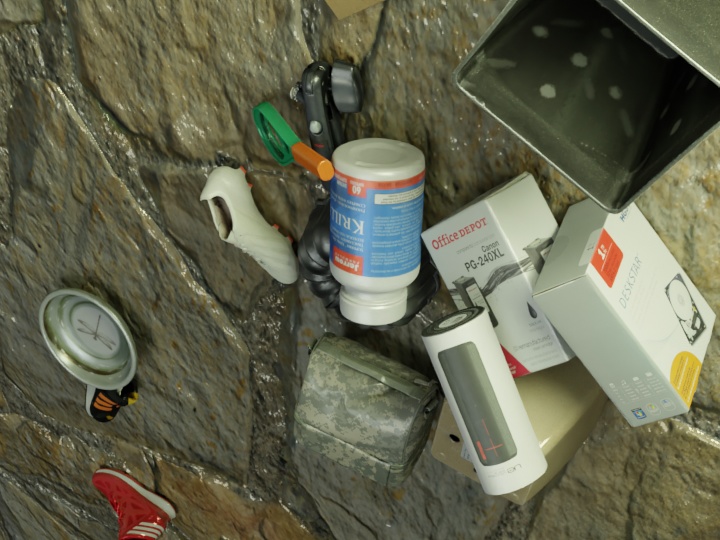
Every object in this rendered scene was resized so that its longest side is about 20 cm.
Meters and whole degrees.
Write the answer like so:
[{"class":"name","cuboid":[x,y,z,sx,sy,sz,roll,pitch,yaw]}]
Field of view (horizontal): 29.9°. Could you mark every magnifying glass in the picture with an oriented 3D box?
[{"class":"magnifying glass","cuboid":[-0.081,-0.148,1.603,0.200,0.022,0.080,42,157,57]}]

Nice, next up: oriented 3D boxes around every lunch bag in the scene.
[{"class":"lunch bag","cuboid":[0.012,0.185,1.889,0.198,0.140,0.169,25,145,15]}]

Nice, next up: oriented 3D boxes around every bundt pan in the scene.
[{"class":"bundt pan","cuboid":[0.000,0.000,1.739,0.200,0.076,0.203,25,145,19]}]

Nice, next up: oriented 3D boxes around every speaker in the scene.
[{"class":"speaker","cuboid":[0.141,0.148,1.520,0.081,0.081,0.202,-12,103,48]}]

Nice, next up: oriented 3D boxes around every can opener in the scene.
[{"class":"can opener","cuboid":[-0.039,-0.166,1.586,0.078,0.064,0.202,22,143,19]}]

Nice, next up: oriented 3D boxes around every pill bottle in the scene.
[{"class":"pill bottle","cuboid":[0.018,-0.043,1.583,0.111,0.112,0.203,15,118,28]}]

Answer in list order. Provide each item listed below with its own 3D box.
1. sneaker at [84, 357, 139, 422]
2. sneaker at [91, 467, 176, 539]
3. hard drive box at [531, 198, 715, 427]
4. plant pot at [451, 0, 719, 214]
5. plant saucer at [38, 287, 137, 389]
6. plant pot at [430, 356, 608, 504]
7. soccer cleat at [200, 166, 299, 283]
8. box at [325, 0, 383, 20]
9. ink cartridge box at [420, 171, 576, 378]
[{"class":"sneaker","cuboid":[-0.436,0.223,2.395,0.089,0.070,0.201,30,144,15]},{"class":"sneaker","cuboid":[-0.478,0.480,2.696,0.198,0.116,0.079,20,143,22]},{"class":"hard drive box","cuboid":[0.286,0.039,1.449,0.076,0.157,0.200,-23,116,41]},{"class":"plant pot","cuboid":[0.233,-0.211,1.189,0.199,0.178,0.200,38,147,-3]},{"class":"plant saucer","cuboid":[-0.449,0.106,2.267,0.198,0.050,0.202,16,129,21]},{"class":"plant pot","cuboid":[0.192,0.165,1.671,0.198,0.178,0.201,27,145,13]},{"class":"soccer cleat","cuboid":[-0.151,-0.050,1.811,0.069,0.078,0.201,-2,131,42]},{"class":"box","cuboid":[-0.001,-0.351,1.371,0.199,0.021,0.164,-12,123,48]},{"class":"ink cartridge box","cuboid":[0.172,0.010,1.524,0.145,0.083,0.202,-28,91,58]}]
